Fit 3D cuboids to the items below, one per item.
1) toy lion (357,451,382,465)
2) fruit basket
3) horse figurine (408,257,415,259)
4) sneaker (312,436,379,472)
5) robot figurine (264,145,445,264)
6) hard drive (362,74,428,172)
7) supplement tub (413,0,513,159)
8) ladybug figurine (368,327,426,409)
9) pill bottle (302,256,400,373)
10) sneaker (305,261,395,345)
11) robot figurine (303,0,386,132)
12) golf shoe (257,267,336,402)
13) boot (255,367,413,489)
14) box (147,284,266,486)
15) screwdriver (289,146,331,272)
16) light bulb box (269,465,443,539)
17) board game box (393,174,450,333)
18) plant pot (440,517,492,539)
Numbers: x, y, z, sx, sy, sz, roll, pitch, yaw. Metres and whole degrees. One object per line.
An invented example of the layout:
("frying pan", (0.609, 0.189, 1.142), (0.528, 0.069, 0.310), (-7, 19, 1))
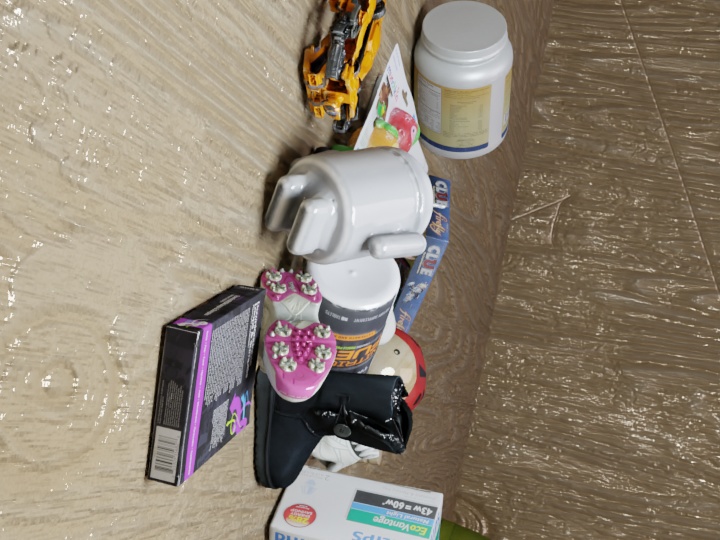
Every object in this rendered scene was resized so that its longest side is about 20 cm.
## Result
("toy lion", (-0.008, 0.170, 1.945), (0.200, 0.068, 0.192), (44, 49, -76))
("fruit basket", (0.035, -0.142, 1.712), (0.185, 0.093, 0.200), (70, 41, -60))
("horse figurine", (0.000, 0.000, 1.781), (0.200, 0.050, 0.133), (-49, 131, -41))
("sneaker", (-0.041, 0.196, 1.769), (0.075, 0.081, 0.200), (60, -1, 41))
("robot figurine", (-0.004, -0.070, 1.474), (0.200, 0.170, 0.113), (-12, 140, -41))
("hard drive", (0.045, -0.147, 1.883), (0.200, 0.027, 0.132), (63, 38, -54))
("supplement tub", (0.150, -0.280, 2.064), (0.200, 0.144, 0.145), (89, 17, -46))
("ladybug figurine", (0.049, 0.140, 1.921), (0.200, 0.072, 0.136), (30, 57, -80))
("pill bottle", (-0.027, 0.061, 1.578), (0.200, 0.106, 0.106), (108, 3, -49))
("sneaker", (0.006, 0.035, 1.684), (0.077, 0.080, 0.200), (-65, 146, -23))
("robot figurine", (-0.016, -0.249, 1.517), (0.145, 0.058, 0.200), (81, 22, -58))
("golf shoe", (-0.071, 0.081, 1.422), (0.200, 0.075, 0.092), (-98, -158, -58))
("boot", (-0.029, 0.185, 1.571), (0.077, 0.168, 0.201), (-66, 163, -49))
("box", (-0.139, 0.100, 1.302), (0.200, 0.036, 0.143), (-33, 133, -73))
("screwdriver", (-0.061, -0.049, 1.543), (0.029, 0.028, 0.201), (-42, -149, 58))
("light bulb box", (-0.008, 0.371, 1.766), (0.125, 0.198, 0.201), (-66, 164, -54))
("board game box", (0.078, -0.016, 1.984), (0.136, 0.034, 0.200), (-84, -168, -48))
("plant pot", (0.268, 0.718, 3.407), (0.200, 0.192, 0.201), (10, 90, -78))
